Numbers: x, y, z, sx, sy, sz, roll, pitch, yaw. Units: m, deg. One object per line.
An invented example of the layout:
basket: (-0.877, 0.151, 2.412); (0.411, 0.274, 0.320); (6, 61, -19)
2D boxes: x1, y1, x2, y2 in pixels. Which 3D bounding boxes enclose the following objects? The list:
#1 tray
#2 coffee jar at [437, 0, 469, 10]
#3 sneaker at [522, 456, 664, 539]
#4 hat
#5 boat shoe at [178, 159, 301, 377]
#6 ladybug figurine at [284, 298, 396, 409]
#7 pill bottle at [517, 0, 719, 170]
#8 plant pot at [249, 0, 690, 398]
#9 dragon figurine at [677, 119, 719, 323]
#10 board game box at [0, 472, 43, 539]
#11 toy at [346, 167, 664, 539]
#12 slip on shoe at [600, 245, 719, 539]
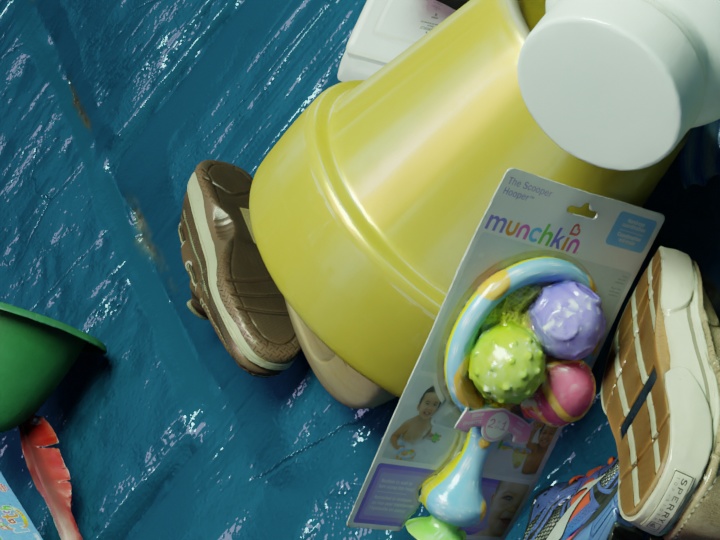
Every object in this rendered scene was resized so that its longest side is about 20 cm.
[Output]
tray: (0.056, -0.167, 1.117); (0.200, 0.022, 0.108); (24, 88, 50)
coffee jar: (0.082, -0.269, 1.057); (0.201, 0.104, 0.085); (-63, -1, -12)
sneaker: (0.128, 0.129, 0.847); (0.200, 0.075, 0.078); (-51, 38, 13)
hat: (-0.296, 0.117, 1.245); (0.200, 0.165, 0.177); (5, 75, 50)
boat shoe: (-0.089, 0.011, 1.156); (0.075, 0.074, 0.203); (-56, 32, 31)
ladybug figurine: (0.000, 0.000, 1.035); (0.136, 0.072, 0.200); (111, 147, -41)
pill bottle: (0.157, -0.139, 0.770); (0.112, 0.112, 0.200); (-6, 34, 46)
plant pot: (0.071, -0.054, 0.884); (0.189, 0.200, 0.201); (-46, 42, 32)
dragon figurine: (0.211, -0.061, 0.862); (0.099, 0.059, 0.201); (16, 85, 51)
board game box: (-0.282, 0.272, 1.206); (0.151, 0.036, 0.201); (39, 120, 50)
toy: (0.083, 0.058, 0.810); (0.047, 0.115, 0.201); (44, 114, 47)
slip on shoe: (0.159, 0.059, 0.767); (0.200, 0.060, 0.076); (-79, 12, -63)
